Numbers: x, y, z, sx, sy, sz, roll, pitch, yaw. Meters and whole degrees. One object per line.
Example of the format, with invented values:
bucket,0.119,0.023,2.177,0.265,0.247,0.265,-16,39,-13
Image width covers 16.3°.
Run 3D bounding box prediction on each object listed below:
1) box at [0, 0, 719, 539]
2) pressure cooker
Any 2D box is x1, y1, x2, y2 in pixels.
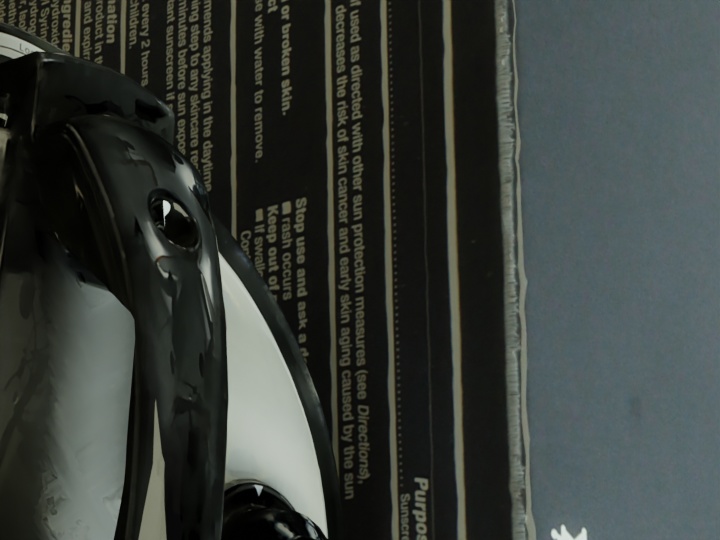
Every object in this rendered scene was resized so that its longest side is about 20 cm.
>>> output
box,0.000,0.000,0.615,0.123,0.197,0.202,12,72,-44
pressure cooker,-0.099,0.055,0.493,0.178,0.199,0.177,-38,109,-44
